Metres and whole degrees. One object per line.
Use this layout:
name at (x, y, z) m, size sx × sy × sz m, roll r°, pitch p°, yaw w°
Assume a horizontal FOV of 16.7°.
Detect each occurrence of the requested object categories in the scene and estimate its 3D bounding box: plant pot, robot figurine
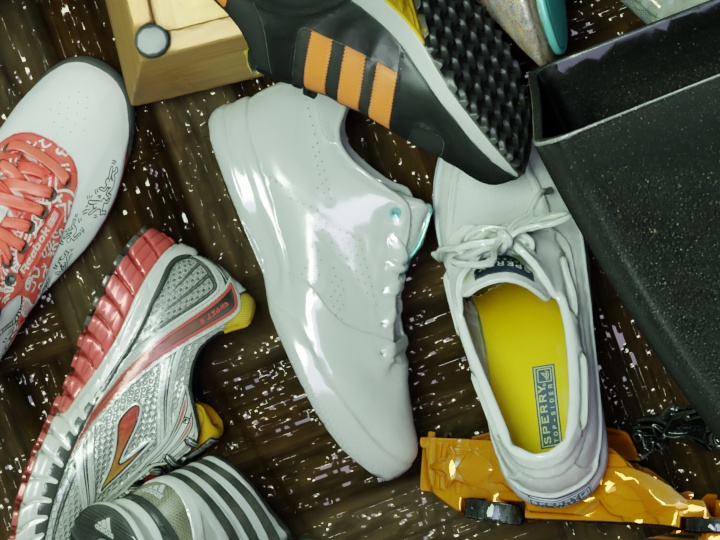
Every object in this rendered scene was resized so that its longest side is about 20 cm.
plant pot at (0.198, -0.028, 1.065) m, size 0.200 × 0.200 × 0.178 m, roll -22°, pitch 101°, yaw 8°
robot figurine at (0.123, 0.132, 1.167) m, size 0.199 × 0.058 × 0.145 m, roll 3°, pitch 82°, yaw 21°

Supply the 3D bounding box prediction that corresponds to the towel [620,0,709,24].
towel at (0.218, -0.173, 1.171) m, size 0.200 × 0.035 × 0.193 m, roll 42°, pitch 94°, yaw 16°

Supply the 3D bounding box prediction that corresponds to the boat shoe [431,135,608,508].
boat shoe at (0.069, 0.005, 1.149) m, size 0.074 × 0.086 × 0.202 m, roll -11°, pitch 65°, yaw 9°

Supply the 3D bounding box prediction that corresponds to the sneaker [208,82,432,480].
sneaker at (0.000, 0.000, 1.189) m, size 0.088 × 0.075 × 0.200 m, roll -22°, pitch 90°, yaw 8°

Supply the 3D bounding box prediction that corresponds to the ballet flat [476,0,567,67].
ballet flat at (0.056, -0.190, 1.186) m, size 0.067 × 0.068 × 0.201 m, roll -10°, pitch 80°, yaw 18°

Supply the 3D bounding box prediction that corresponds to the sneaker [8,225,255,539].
sneaker at (-0.114, 0.084, 1.200) m, size 0.082 × 0.078 × 0.200 m, roll 24°, pitch 94°, yaw -1°

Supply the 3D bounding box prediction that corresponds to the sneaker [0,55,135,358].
sneaker at (-0.176, -0.012, 1.182) m, size 0.067 × 0.108 × 0.202 m, roll 33°, pitch 93°, yaw 1°

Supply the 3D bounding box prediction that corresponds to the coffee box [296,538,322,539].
coffee box at (-0.026, 0.237, 1.181) m, size 0.044 × 0.123 × 0.201 m, roll 6°, pitch 91°, yaw 3°

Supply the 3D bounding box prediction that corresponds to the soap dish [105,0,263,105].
soap dish at (-0.060, -0.194, 1.183) m, size 0.157 × 0.081 × 0.201 m, roll -13°, pitch 93°, yaw 3°

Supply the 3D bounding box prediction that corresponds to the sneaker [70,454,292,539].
sneaker at (-0.077, 0.180, 1.203) m, size 0.076 × 0.115 × 0.201 m, roll 29°, pitch 130°, yaw 36°

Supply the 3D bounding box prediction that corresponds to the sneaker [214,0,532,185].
sneaker at (-0.004, -0.105, 1.127) m, size 0.090 × 0.070 × 0.200 m, roll -25°, pitch 125°, yaw 33°
